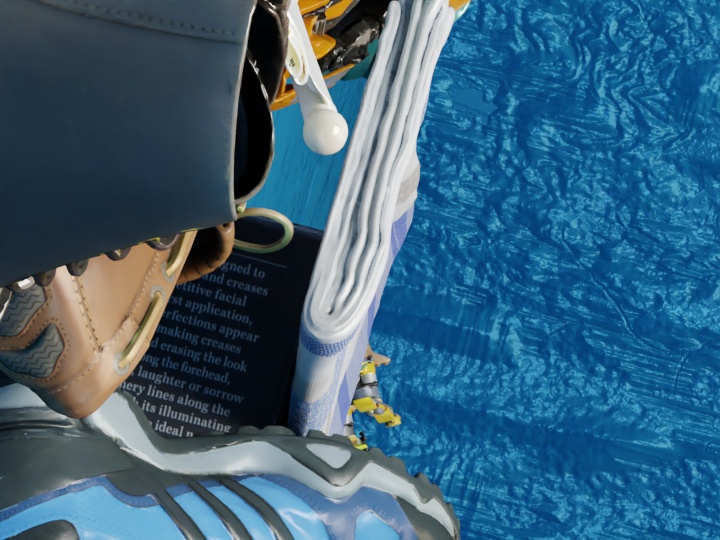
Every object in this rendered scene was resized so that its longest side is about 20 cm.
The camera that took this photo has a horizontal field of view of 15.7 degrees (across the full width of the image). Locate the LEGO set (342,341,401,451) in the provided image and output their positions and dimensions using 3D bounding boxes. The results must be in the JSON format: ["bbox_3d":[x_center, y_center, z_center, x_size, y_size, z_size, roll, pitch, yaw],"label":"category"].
[{"bbox_3d":[-0.055,0.087,1.170,0.200,0.153,0.116,135,-56,-73],"label":"LEGO set"}]

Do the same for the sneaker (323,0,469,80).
[{"bbox_3d":[-0.002,-0.159,1.178,0.200,0.120,0.084,101,4,-48],"label":"sneaker"}]

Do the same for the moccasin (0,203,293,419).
[{"bbox_3d":[-0.071,-0.021,0.860,0.078,0.074,0.201,57,21,-18],"label":"moccasin"}]

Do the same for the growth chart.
[{"bbox_3d":[-0.040,-0.133,0.776,0.145,0.018,0.200,-107,-179,-53],"label":"growth chart"}]

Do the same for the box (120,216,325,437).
[{"bbox_3d":[-0.084,0.076,1.009,0.148,0.107,0.201,80,25,-83],"label":"box"}]

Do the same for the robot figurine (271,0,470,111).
[{"bbox_3d":[-0.012,-0.131,1.064,0.200,0.058,0.145,-27,138,-44],"label":"robot figurine"}]

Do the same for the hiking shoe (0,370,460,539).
[{"bbox_3d":[-0.054,0.096,0.869,0.074,0.200,0.087,-35,-133,49],"label":"hiking shoe"}]

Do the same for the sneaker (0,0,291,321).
[{"bbox_3d":[-0.076,-0.016,0.626,0.200,0.106,0.075,100,5,-64],"label":"sneaker"}]

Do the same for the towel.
[{"bbox_3d":[0.000,0.000,0.959,0.200,0.024,0.147,100,6,-64],"label":"towel"}]
